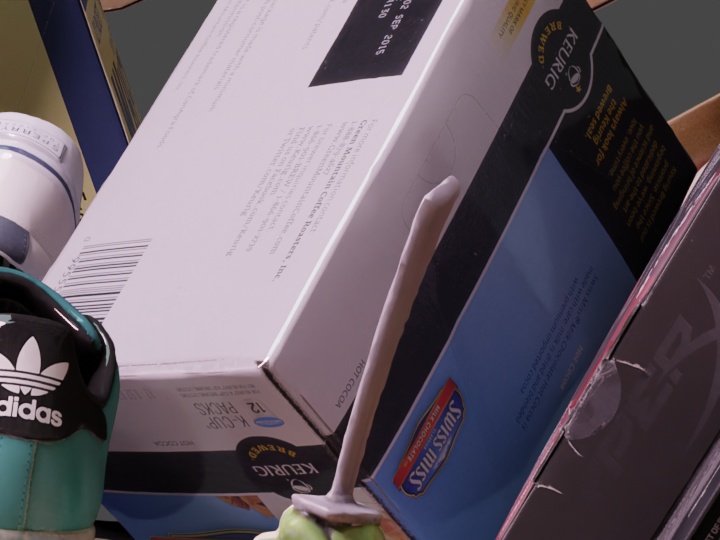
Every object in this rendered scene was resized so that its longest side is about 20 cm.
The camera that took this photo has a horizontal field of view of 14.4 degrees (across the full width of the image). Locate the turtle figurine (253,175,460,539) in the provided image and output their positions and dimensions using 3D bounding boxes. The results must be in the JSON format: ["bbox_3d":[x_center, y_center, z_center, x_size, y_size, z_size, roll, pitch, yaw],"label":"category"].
[{"bbox_3d":[0.034,0.095,0.603,0.194,0.143,0.200,-58,-4,-42],"label":"turtle figurine"}]

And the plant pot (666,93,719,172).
[{"bbox_3d":[0.105,-0.035,1.207,0.199,0.028,0.200,-29,-1,0],"label":"plant pot"}]

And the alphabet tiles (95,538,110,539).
[{"bbox_3d":[-0.037,0.102,0.778,0.199,0.015,0.195,8,4,-34],"label":"alphabet tiles"}]

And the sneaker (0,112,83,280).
[{"bbox_3d":[-0.151,0.027,1.118,0.073,0.201,0.071,16,48,6],"label":"sneaker"}]

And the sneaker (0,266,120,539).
[{"bbox_3d":[-0.101,0.038,0.809,0.071,0.080,0.200,9,3,-14],"label":"sneaker"}]

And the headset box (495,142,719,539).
[{"bbox_3d":[0.109,0.026,0.808,0.075,0.149,0.200,31,24,4],"label":"headset box"}]

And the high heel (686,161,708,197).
[{"bbox_3d":[0.149,0.004,1.087,0.067,0.096,0.200,-53,-17,14],"label":"high heel"}]

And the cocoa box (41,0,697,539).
[{"bbox_3d":[0.000,0.000,0.945,0.133,0.131,0.201,-4,46,42],"label":"cocoa box"}]

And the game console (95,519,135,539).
[{"bbox_3d":[-0.213,0.096,1.031,0.200,0.176,0.116,-33,-8,-48],"label":"game console"}]

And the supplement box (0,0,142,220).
[{"bbox_3d":[-0.189,-0.024,1.261,0.199,0.201,0.134,-19,16,0],"label":"supplement box"}]
